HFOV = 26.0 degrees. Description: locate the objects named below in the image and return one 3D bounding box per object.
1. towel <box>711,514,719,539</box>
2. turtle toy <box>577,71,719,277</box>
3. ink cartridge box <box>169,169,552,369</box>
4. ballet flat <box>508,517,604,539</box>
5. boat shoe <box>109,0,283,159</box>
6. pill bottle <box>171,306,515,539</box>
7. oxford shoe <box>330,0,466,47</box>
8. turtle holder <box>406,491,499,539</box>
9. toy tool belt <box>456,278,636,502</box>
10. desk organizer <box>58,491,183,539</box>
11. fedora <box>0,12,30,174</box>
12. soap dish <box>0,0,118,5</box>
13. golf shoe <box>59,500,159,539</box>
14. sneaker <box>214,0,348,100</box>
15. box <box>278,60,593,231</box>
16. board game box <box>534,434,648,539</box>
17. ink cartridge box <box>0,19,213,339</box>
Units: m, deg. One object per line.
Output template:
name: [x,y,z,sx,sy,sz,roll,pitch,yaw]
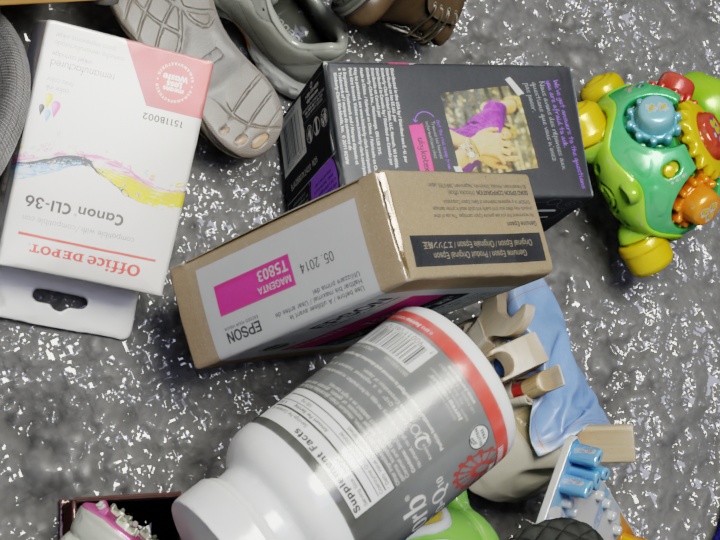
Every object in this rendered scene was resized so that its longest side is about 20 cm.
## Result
towel: [0.367,0.176,1.241,0.147,0.050,0.201,31,66,-10]
turtle toy: [0.240,-0.097,1.222,0.147,0.100,0.200,60,32,-11]
ink cartridge box: [0.000,0.000,1.035,0.164,0.199,0.076,-5,77,-50]
ballet flat: [0.068,0.220,0.948,0.200,0.057,0.067,-40,94,-10]
boat shoe: [-0.134,-0.163,1.125,0.074,0.073,0.201,-32,95,-20]
pill bottle: [-0.010,0.121,0.954,0.199,0.116,0.116,-36,90,-23]
oxford shoe: [0.042,-0.208,1.167,0.085,0.072,0.200,57,31,-5]
turtle holder: [0.031,0.207,1.033,0.131,0.141,0.187,18,98,-33]
toy tool belt: [0.117,0.061,1.126,0.124,0.122,0.202,-18,82,-51]
desk organizer: [-0.154,0.244,0.999,0.071,0.077,0.203,4,74,-20]
fedora: [-0.293,-0.077,1.011,0.174,0.091,0.202,-2,54,4]
soap dish: [-0.243,-0.233,1.044,0.156,0.200,0.082,-7,115,-24]
golf shoe: [-0.116,0.232,0.944,0.200,0.075,0.092,44,80,-3]
sneaker: [-0.084,-0.217,1.148,0.199,0.092,0.076,38,66,-7]
box: [0.052,-0.082,1.147,0.198,0.122,0.107,-1,74,-22]
board game box: [0.146,0.243,1.070,0.026,0.200,0.202,11,66,28]
ink cartridge box: [-0.179,-0.055,1.041,0.115,0.067,0.203,11,94,-21]
